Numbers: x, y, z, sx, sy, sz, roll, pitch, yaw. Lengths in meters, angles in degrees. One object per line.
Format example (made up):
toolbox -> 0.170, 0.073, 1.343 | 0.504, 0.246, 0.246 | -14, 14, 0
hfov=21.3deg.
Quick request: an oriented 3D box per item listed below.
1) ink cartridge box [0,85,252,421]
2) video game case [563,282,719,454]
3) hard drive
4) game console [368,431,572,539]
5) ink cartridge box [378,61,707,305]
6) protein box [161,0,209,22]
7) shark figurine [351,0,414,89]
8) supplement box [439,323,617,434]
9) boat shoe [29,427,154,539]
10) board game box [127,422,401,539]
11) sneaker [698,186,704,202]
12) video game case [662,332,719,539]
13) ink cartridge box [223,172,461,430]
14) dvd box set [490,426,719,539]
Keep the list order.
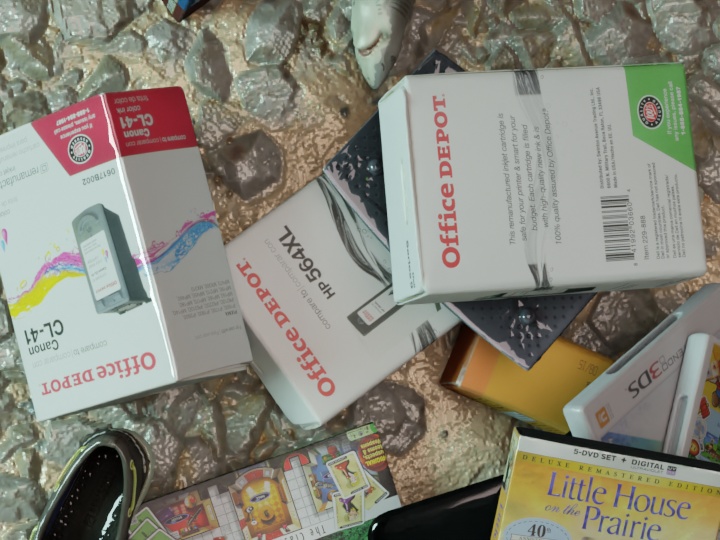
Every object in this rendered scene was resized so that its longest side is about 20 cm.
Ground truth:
ink cartridge box -> -0.172, -0.011, 1.312 | 0.085, 0.147, 0.201 | -9, 83, -53
video game case -> 0.236, 0.138, 1.354 | 0.182, 0.022, 0.201 | -35, 110, -37
hard drive -> 0.080, -0.040, 1.335 | 0.200, 0.042, 0.135 | 44, 76, -5
game console -> 0.122, 0.226, 1.340 | 0.176, 0.116, 0.201 | -31, 106, -52
ink cartridge box -> 0.119, -0.057, 1.280 | 0.199, 0.084, 0.147 | -3, 84, -14
protein box -> -0.103, -0.325, 1.364 | 0.200, 0.135, 0.199 | -37, 92, -11
shark figurine -> 0.062, -0.247, 1.407 | 0.089, 0.214, 0.128 | 6, 47, -46
supplement box -> 0.164, 0.094, 1.412 | 0.199, 0.069, 0.067 | 24, 82, -6
boat shoe -> -0.203, 0.205, 1.324 | 0.071, 0.061, 0.202 | 19, 88, 7
board game box -> -0.067, 0.191, 1.383 | 0.199, 0.023, 0.105 | -19, 90, -11
sneaker -> 0.154, -0.042, 1.420 | 0.199, 0.070, 0.100 | 17, 85, -8
video game case -> 0.282, 0.166, 1.364 | 0.200, 0.023, 0.183 | 29, 68, -34
ink cartridge box -> 0.000, 0.000, 1.379 | 0.200, 0.084, 0.146 | -37, 93, -14
dvd box set -> 0.152, 0.213, 1.257 | 0.146, 0.029, 0.201 | 11, 98, -5
